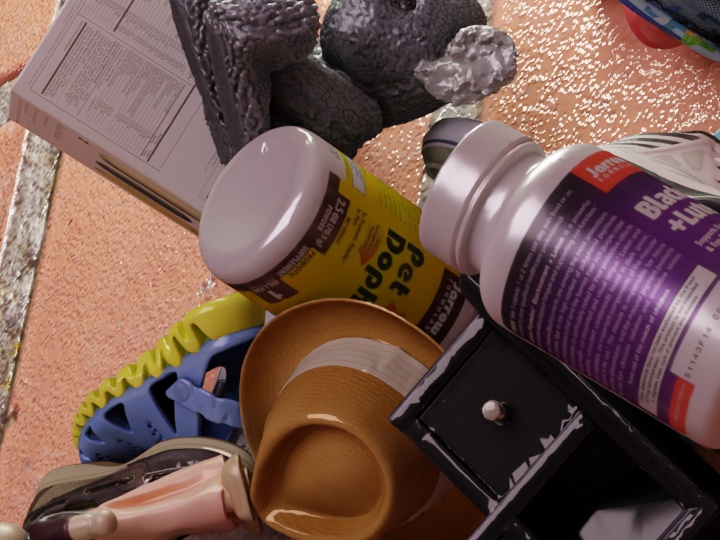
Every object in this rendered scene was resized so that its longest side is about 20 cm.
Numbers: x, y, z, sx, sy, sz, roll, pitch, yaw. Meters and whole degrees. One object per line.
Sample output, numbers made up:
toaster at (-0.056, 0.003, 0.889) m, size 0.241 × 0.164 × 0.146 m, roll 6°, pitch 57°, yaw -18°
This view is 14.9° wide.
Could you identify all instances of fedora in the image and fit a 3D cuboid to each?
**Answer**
fedora at (-0.009, 0.114, 1.685) m, size 0.200 × 0.201 × 0.082 m, roll -17°, pitch 16°, yaw 42°

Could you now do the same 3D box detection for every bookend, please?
bookend at (0.080, 0.139, 1.560) m, size 0.200 × 0.092 × 0.199 m, roll 45°, pitch 101°, yaw 20°

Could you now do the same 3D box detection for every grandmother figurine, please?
grandmother figurine at (-0.164, 0.165, 1.735) m, size 0.199 × 0.121 × 0.061 m, roll -14°, pitch 64°, yaw 2°

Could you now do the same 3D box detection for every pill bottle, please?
pill bottle at (0.134, 0.001, 1.474) m, size 0.199 × 0.111 × 0.112 m, roll 31°, pitch 88°, yaw 22°
pill bottle at (0.000, 0.000, 1.753) m, size 0.109 × 0.200 × 0.110 m, roll -31°, pitch 42°, yaw 32°

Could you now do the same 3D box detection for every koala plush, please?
koala plush at (-0.003, -0.136, 1.829) m, size 0.199 × 0.185 × 0.177 m, roll -19°, pitch 22°, yaw -11°

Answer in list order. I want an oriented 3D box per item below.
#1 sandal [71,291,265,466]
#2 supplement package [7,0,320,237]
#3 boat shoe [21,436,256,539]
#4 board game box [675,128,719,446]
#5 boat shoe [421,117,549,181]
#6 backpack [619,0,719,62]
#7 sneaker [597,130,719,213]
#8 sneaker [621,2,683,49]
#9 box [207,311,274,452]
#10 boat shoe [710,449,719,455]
sandal at (-0.121, 0.095, 1.836) m, size 0.200 × 0.079 × 0.087 m, roll -40°, pitch 72°, yaw 42°
supplement package at (-0.129, -0.127, 1.963) m, size 0.151 × 0.199 × 0.152 m, roll -59°, pitch 5°, yaw -8°
boat shoe at (-0.145, 0.161, 1.826) m, size 0.199 × 0.073 × 0.065 m, roll -17°, pitch 32°, yaw 39°
board game box at (0.219, -0.003, 1.625) m, size 0.200 × 0.047 × 0.151 m, roll -41°, pitch 38°, yaw 21°
boat shoe at (0.096, -0.047, 1.785) m, size 0.062 × 0.072 × 0.200 m, roll -52°, pitch 36°, yaw -9°
backpack at (0.210, -0.234, 1.667) m, size 0.183 × 0.200 × 0.147 m, roll -58°, pitch 5°, yaw -23°
sneaker at (0.211, -0.034, 1.552) m, size 0.200 × 0.076 × 0.115 m, roll 24°, pitch 37°, yaw 27°
sneaker at (0.176, -0.194, 1.819) m, size 0.115 × 0.078 × 0.201 m, roll -40°, pitch 25°, yaw 36°
box at (-0.033, 0.054, 1.874) m, size 0.116 × 0.060 × 0.201 m, roll -3°, pitch 61°, yaw 50°
boat shoe at (0.216, 0.067, 1.530) m, size 0.200 × 0.071 × 0.069 m, roll 36°, pitch 78°, yaw 28°
